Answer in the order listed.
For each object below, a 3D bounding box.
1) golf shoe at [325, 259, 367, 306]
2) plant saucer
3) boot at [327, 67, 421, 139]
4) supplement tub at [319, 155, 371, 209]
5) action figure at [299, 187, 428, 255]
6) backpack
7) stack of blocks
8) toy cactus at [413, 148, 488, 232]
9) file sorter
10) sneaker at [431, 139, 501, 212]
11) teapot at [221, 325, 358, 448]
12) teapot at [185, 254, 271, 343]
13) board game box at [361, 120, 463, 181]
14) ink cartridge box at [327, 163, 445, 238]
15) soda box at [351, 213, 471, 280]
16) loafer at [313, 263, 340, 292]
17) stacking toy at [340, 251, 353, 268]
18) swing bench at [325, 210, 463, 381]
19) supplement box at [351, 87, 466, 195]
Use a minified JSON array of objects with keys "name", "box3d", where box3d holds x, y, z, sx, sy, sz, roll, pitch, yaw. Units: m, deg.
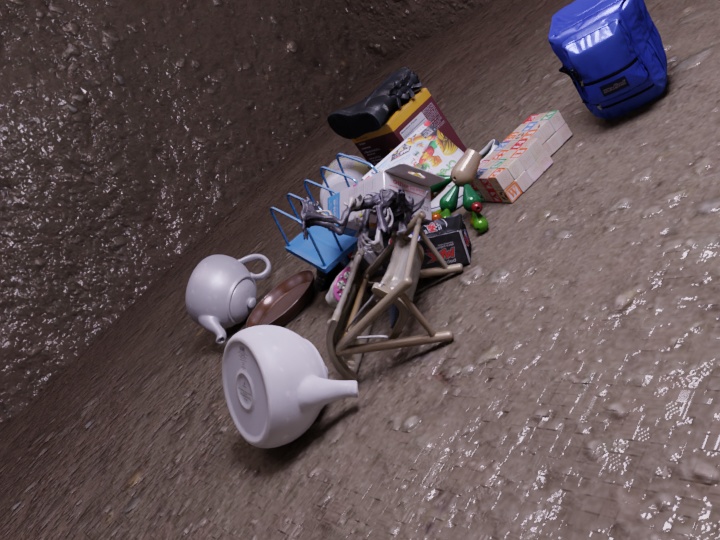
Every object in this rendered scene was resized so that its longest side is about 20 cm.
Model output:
[{"name":"golf shoe","box3d":[0.000,0.000,1.275,0.200,0.075,0.091,-43,4,-32]},{"name":"plant saucer","box3d":[-0.177,0.077,1.477,0.200,0.035,0.201,-33,21,14]},{"name":"boot","box3d":[0.032,-0.378,1.438,0.198,0.073,0.163,5,51,53]},{"name":"supplement tub","box3d":[-0.031,-0.205,1.665,0.145,0.145,0.200,-33,20,16]},{"name":"action figure","box3d":[0.009,-0.074,0.993,0.198,0.103,0.119,-5,-6,-4]},{"name":"backpack","box3d":[0.431,-0.363,1.112,0.162,0.200,0.168,-16,38,39]},{"name":"stack of blocks","box3d":[0.306,-0.216,1.215,0.200,0.059,0.115,-43,20,-12]},{"name":"toy cactus","box3d":[0.164,-0.148,1.179,0.200,0.102,0.166,35,99,49]},{"name":"file sorter","box3d":[-0.059,-0.121,1.274,0.200,0.123,0.138,-42,42,-20]},{"name":"sneaker","box3d":[0.212,-0.191,1.310,0.200,0.071,0.073,-38,19,8]},{"name":"teapot","box3d":[-0.119,0.171,1.000,0.145,0.201,0.198,-9,-36,-36]},{"name":"teapot","box3d":[-0.322,0.059,1.589,0.145,0.202,0.197,13,8,20]},{"name":"board game box","box3d":[0.115,-0.209,1.349,0.200,0.126,0.035,-43,-13,-12]},{"name":"ink cartridge box","box3d":[0.045,-0.115,1.132,0.199,0.115,0.068,-19,67,48]},{"name":"soda box","box3d":[0.089,-0.034,1.118,0.199,0.071,0.063,-14,28,20]},{"name":"loafer","box3d":[-0.082,-0.019,1.431,0.073,0.072,0.200,-61,4,27]},{"name":"stacking toy","box3d":[0.042,-0.083,1.369,0.199,0.117,0.110,-20,22,11]},{"name":"swing bench","box3d":[0.042,0.042,1.018,0.199,0.130,0.199,-27,24,28]},{"name":"supplement box","box3d":[0.115,-0.288,1.504,0.133,0.200,0.197,-45,21,-18]}]
